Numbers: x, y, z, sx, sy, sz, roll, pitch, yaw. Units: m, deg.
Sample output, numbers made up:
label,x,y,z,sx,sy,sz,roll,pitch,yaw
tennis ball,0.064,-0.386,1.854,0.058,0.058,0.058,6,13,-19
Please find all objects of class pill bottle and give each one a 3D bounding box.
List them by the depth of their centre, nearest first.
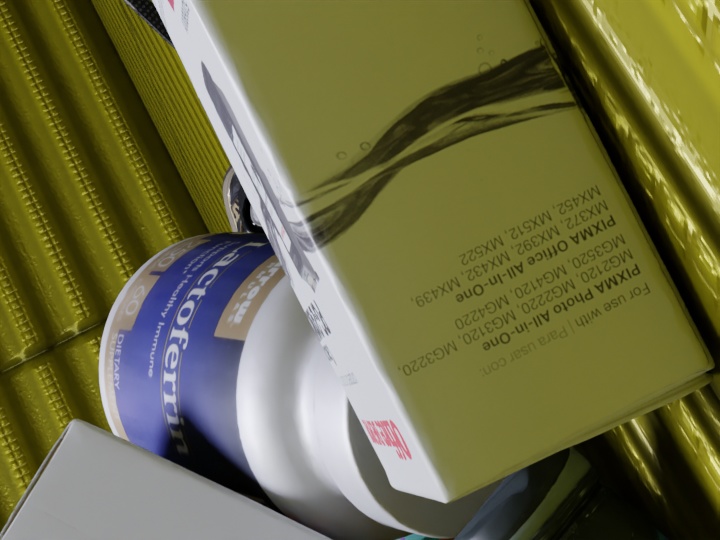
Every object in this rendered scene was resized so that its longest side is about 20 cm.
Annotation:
label,x,y,z,sx,sy,sz,roll,pitch,yaw
pill bottle,-0.015,0.044,0.755,0.199,0.115,0.116,3,122,59

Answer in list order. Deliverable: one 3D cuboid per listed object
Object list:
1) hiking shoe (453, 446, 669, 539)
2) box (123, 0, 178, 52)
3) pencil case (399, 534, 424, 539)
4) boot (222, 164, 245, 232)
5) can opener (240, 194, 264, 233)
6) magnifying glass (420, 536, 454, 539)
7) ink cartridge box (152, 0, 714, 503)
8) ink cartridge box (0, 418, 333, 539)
label,x,y,z,sx,sy,sz,roll,pitch,yaw
hiking shoe,0.080,0.119,0.663,0.087,0.074,0.200,42,179,16
box,-0.098,-0.147,0.977,0.160,0.044,0.200,43,-178,-18
pencil case,0.060,0.187,1.073,0.092,0.085,0.201,-16,101,56
boot,-0.027,0.021,1.230,0.151,0.073,0.201,-146,35,-79
can opener,0.000,0.000,1.004,0.200,0.078,0.064,56,132,36
magnifying glass,0.047,0.137,0.819,0.080,0.022,0.200,61,176,19
ink cartridge box,0.008,-0.038,0.555,0.201,0.083,0.145,64,174,3
ink cartridge box,-0.041,0.154,0.772,0.144,0.084,0.200,20,162,29
